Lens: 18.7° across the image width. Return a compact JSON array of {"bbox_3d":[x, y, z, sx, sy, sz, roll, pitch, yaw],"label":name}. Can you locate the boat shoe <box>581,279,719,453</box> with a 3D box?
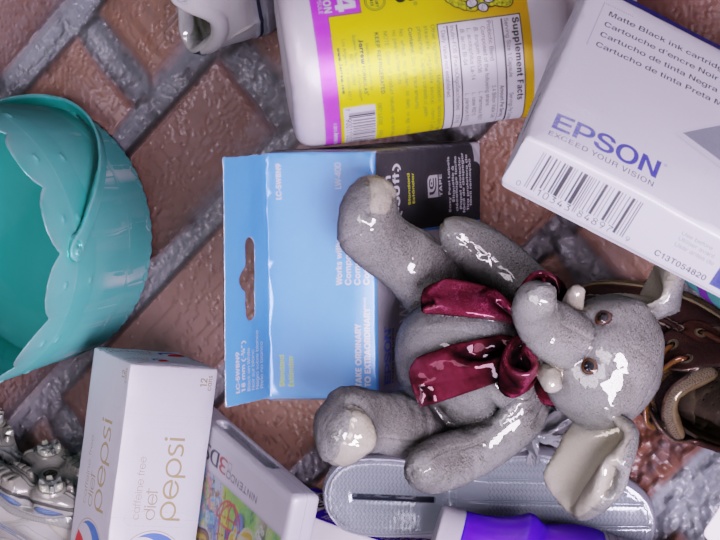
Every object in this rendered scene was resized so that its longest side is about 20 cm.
[{"bbox_3d":[0.192,0.064,1.245,0.200,0.072,0.072,31,109,25],"label":"boat shoe"}]

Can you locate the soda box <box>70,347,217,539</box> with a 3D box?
[{"bbox_3d":[-0.146,0.154,1.417,0.068,0.064,0.201,15,99,61],"label":"soda box"}]

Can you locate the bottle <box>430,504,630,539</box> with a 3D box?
[{"bbox_3d":[0.136,0.184,1.246,0.200,0.084,0.065,16,101,0],"label":"bottle"}]

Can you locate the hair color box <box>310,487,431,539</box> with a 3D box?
[{"bbox_3d":[0.029,0.219,1.359,0.200,0.065,0.110,16,102,29],"label":"hair color box"}]

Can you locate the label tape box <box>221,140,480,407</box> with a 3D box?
[{"bbox_3d":[0.000,0.000,1.274,0.063,0.200,0.145,3,97,30],"label":"label tape box"}]

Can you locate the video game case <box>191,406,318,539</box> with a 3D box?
[{"bbox_3d":[-0.091,0.205,1.396,0.182,0.022,0.200,32,114,59],"label":"video game case"}]

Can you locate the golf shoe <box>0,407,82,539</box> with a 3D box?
[{"bbox_3d":[-0.257,0.152,1.511,0.200,0.078,0.097,24,128,37],"label":"golf shoe"}]

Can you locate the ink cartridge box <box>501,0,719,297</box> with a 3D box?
[{"bbox_3d":[0.189,-0.069,1.128,0.199,0.200,0.041,27,133,-1],"label":"ink cartridge box"}]

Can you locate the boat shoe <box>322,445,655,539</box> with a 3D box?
[{"bbox_3d":[0.079,0.132,1.320,0.199,0.067,0.074,9,100,6],"label":"boat shoe"}]

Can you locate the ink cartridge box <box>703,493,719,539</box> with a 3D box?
[{"bbox_3d":[0.271,0.103,1.137,0.117,0.200,0.067,-63,25,18],"label":"ink cartridge box"}]

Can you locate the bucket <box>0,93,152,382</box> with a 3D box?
[{"bbox_3d":[-0.247,-0.022,1.450,0.207,0.135,0.208,4,97,28],"label":"bucket"}]

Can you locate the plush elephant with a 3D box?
[{"bbox_3d":[0.092,0.045,1.178,0.155,0.200,0.165,-17,53,45],"label":"plush elephant"}]

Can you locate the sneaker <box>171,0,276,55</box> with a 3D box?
[{"bbox_3d":[-0.092,-0.191,1.310,0.071,0.200,0.073,-35,62,-11],"label":"sneaker"}]

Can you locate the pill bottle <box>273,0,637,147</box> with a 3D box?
[{"bbox_3d":[0.054,-0.134,1.248,0.199,0.104,0.105,-9,91,-4],"label":"pill bottle"}]

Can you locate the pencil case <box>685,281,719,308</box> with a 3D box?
[{"bbox_3d":[0.223,-0.006,1.214,0.200,0.085,0.092,41,151,19],"label":"pencil case"}]
